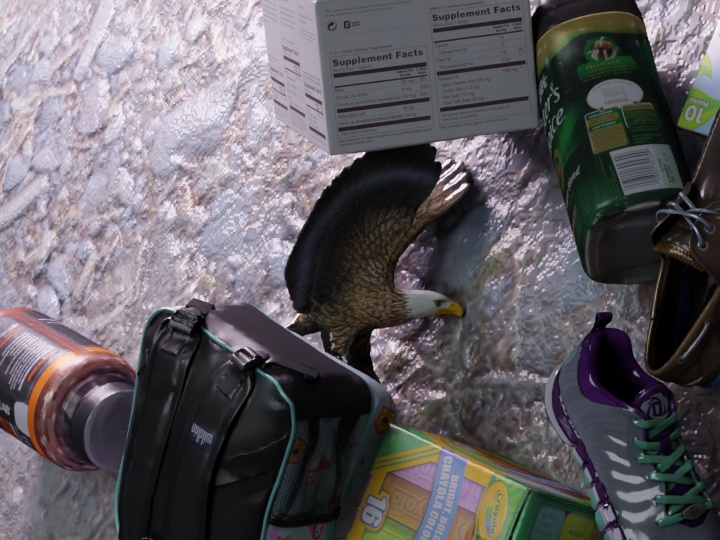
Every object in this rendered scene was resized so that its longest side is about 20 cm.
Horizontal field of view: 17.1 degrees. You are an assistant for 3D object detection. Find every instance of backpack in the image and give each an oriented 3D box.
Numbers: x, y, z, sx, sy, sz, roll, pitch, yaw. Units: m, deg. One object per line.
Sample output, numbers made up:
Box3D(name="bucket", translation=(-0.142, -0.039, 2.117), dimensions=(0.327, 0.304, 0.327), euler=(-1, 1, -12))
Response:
Box3D(name="backpack", translation=(-0.079, 0.137, 1.660), dimensions=(0.176, 0.153, 0.201), euler=(29, 106, 39))

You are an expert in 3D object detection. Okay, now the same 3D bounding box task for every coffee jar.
Box3D(name="coffee jar", translation=(0.171, -0.097, 1.649), dimensions=(0.085, 0.104, 0.200), euler=(-10, 56, -1))

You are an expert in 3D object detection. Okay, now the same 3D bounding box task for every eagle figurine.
Box3D(name="eagle figurine", translation=(0.007, 0.001, 1.783), dimensions=(0.152, 0.151, 0.201), euler=(5, 88, 59))

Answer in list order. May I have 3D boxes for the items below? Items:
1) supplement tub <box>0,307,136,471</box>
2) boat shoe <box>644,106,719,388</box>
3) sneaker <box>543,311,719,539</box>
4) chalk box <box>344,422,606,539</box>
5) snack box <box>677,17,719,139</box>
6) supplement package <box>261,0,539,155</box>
Box3D(name="supplement tub", translation=(-0.254, 0.106, 2.037), dimensions=(0.200, 0.107, 0.107), euler=(24, 92, 51))
Box3D(name="boat shoe", translation=(0.228, -0.018, 1.534), dimensions=(0.072, 0.072, 0.201), euler=(23, 109, 51))
Box3D(name="sneaker", translation=(0.183, 0.125, 1.520), dimensions=(0.200, 0.074, 0.088), euler=(58, 152, 25))
Box3D(name="chalk box", translation=(0.099, 0.196, 1.590), dimensions=(0.200, 0.124, 0.124), euler=(21, 89, 49))
Box3D(name="snack box", translation=(0.306, -0.166, 1.569), dimensions=(0.142, 0.053, 0.201), euler=(24, 92, 51))
Box3D(name="supplement package", translation=(0.025, -0.160, 1.731), dimensions=(0.200, 0.155, 0.111), euler=(-139, 41, -72))
